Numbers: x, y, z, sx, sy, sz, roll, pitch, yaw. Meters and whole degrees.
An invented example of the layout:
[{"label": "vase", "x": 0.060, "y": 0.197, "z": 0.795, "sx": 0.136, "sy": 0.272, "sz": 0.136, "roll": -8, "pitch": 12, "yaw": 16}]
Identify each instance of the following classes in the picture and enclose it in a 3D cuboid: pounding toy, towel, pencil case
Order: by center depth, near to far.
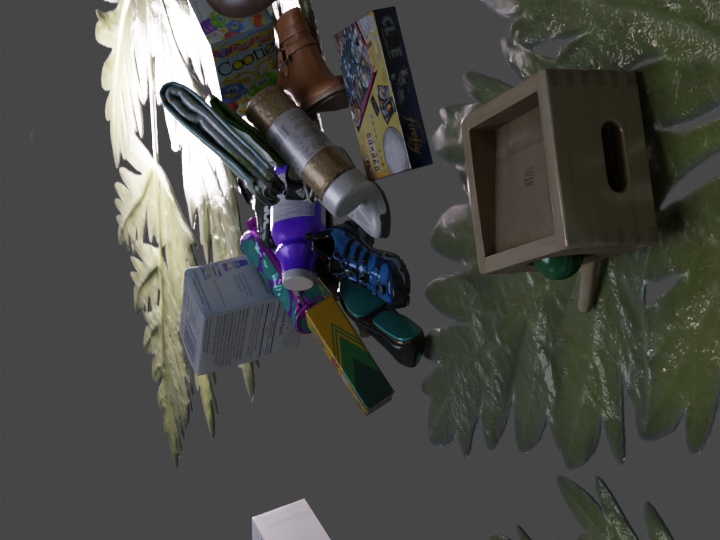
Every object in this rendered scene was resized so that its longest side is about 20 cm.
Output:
[{"label": "pounding toy", "x": 0.197, "y": -0.065, "z": 1.026, "sx": 0.184, "sy": 0.141, "sz": 0.202, "roll": 159, "pitch": 106, "yaw": -66}, {"label": "towel", "x": -0.190, "y": -0.175, "z": 1.517, "sx": 0.200, "sy": 0.048, "sz": 0.171, "roll": 44, "pitch": 178, "yaw": 5}, {"label": "towel", "x": -0.171, "y": -0.204, "z": 1.597, "sx": 0.149, "sy": 0.031, "sz": 0.200, "roll": 38, "pitch": -178, "yaw": -12}, {"label": "pencil case", "x": -0.120, "y": 0.005, "z": 1.774, "sx": 0.200, "sy": 0.085, "sz": 0.092, "roll": 52, "pitch": -177, "yaw": 28}]

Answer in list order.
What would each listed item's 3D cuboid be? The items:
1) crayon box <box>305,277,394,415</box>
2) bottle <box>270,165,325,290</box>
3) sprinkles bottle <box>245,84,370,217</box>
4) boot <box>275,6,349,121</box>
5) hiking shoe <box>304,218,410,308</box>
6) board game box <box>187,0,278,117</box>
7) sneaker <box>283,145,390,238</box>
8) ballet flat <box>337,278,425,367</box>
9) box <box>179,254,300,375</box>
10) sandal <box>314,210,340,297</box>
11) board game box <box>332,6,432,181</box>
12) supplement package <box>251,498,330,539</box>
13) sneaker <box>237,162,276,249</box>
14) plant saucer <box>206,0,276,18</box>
[{"label": "crayon box", "x": -0.025, "y": 0.115, "z": 1.602, "sx": 0.201, "sy": 0.051, "sz": 0.127, "roll": 57, "pitch": 173, "yaw": 10}, {"label": "bottle", "x": -0.094, "y": -0.069, "z": 1.627, "sx": 0.065, "sy": 0.083, "sz": 0.202, "roll": 53, "pitch": -150, "yaw": -58}, {"label": "sprinkles bottle", "x": -0.072, "y": -0.164, "z": 1.469, "sx": 0.200, "sy": 0.068, "sz": 0.068, "roll": 48, "pitch": 149, "yaw": 16}, {"label": "boot", "x": -0.075, "y": -0.299, "z": 1.540, "sx": 0.199, "sy": 0.073, "sz": 0.157, "roll": -7, "pitch": 92, "yaw": 62}, {"label": "hiking shoe", "x": 0.000, "y": 0.000, "z": 1.526, "sx": 0.200, "sy": 0.086, "sz": 0.075, "roll": 45, "pitch": 143, "yaw": 49}, {"label": "board game box", "x": -0.192, "y": -0.340, "z": 1.672, "sx": 0.200, "sy": 0.102, "sz": 0.106, "roll": 89, "pitch": 157, "yaw": -63}, {"label": "sneaker", "x": -0.043, "y": -0.099, "z": 1.527, "sx": 0.201, "sy": 0.114, "sz": 0.076, "roll": 50, "pitch": 147, "yaw": 43}, {"label": "ballet flat", "x": 0.026, "y": 0.076, "z": 1.547, "sx": 0.200, "sy": 0.067, "sz": 0.069, "roll": 46, "pitch": 153, "yaw": 49}, {"label": "box", "x": -0.204, "y": 0.069, "z": 1.883, "sx": 0.105, "sy": 0.198, "sz": 0.185, "roll": 62, "pitch": 153, "yaw": 30}, {"label": "sandal", "x": -0.058, "y": -0.039, "z": 1.673, "sx": 0.201, "sy": 0.081, "sz": 0.055, "roll": 57, "pitch": 177, "yaw": 25}, {"label": "board game box", "x": 0.027, "y": -0.224, "z": 1.398, "sx": 0.135, "sy": 0.034, "sz": 0.202, "roll": -5, "pitch": 99, "yaw": 66}, {"label": "supplement package", "x": -0.118, "y": 0.567, "z": 2.090, "sx": 0.200, "sy": 0.119, "sz": 0.122, "roll": 46, "pitch": 143, "yaw": 47}, {"label": "sneaker", "x": -0.157, "y": -0.125, "z": 1.737, "sx": 0.090, "sy": 0.066, "sz": 0.202, "roll": -12, "pitch": 67, "yaw": 31}, {"label": "plant saucer", "x": -0.164, "y": -0.462, "z": 1.541, "sx": 0.198, "sy": 0.032, "sz": 0.203, "roll": -6, "pitch": 78, "yaw": 32}]
